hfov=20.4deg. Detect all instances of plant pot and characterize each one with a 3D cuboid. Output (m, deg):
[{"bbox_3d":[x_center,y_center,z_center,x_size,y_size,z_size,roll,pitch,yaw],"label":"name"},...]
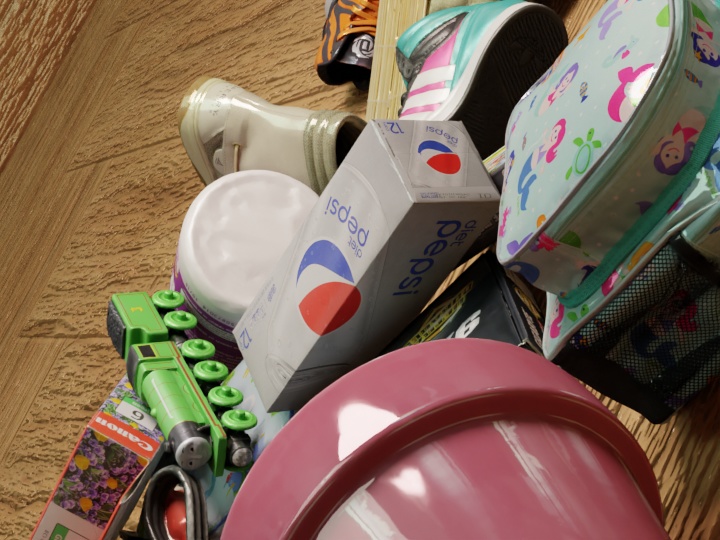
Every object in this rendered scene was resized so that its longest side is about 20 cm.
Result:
[{"bbox_3d":[0.061,0.154,0.811,0.201,0.199,0.179,-57,34,7],"label":"plant pot"}]

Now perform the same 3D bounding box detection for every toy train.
[{"bbox_3d":[-0.117,0.069,1.273,0.200,0.056,0.042,-127,40,-56],"label":"toy train"}]

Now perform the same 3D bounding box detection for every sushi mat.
[{"bbox_3d":[0.024,-0.128,1.472,0.096,0.012,0.202,-177,95,-67],"label":"sushi mat"}]

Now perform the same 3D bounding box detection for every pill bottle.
[{"bbox_3d":[-0.082,0.019,1.417,0.200,0.111,0.113,112,179,-64],"label":"pill bottle"}]

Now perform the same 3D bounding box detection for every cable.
[{"bbox_3d":[-0.090,0.188,1.175,0.200,0.050,0.098,40,110,50],"label":"cable"}]

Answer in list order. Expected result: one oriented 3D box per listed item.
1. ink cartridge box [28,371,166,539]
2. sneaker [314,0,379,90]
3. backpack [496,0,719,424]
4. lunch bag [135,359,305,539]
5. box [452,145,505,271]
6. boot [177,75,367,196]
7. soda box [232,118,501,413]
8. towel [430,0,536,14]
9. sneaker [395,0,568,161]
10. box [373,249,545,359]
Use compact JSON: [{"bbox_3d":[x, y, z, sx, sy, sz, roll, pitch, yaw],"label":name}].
[{"bbox_3d":[-0.168,0.141,1.276,0.110,0.050,0.200,-61,1,18],"label":"ink cartridge box"},{"bbox_3d":[0.024,-0.218,1.643,0.200,0.077,0.113,126,160,-50],"label":"sneaker"},{"bbox_3d":[0.161,-0.054,0.922,0.200,0.150,0.178,-40,24,33],"label":"backpack"},{"bbox_3d":[-0.071,0.143,1.303,0.200,0.082,0.161,-47,21,30],"label":"lunch bag"},{"bbox_3d":[0.101,-0.059,1.179,0.110,0.035,0.200,-43,4,-40],"label":"box"},{"bbox_3d":[-0.034,-0.051,1.450,0.154,0.201,0.072,14,57,35],"label":"boot"},{"bbox_3d":[0.000,0.000,1.173,0.200,0.068,0.064,-54,50,40],"label":"soda box"},{"bbox_3d":[0.081,-0.198,1.502,0.148,0.036,0.201,-47,22,34],"label":"towel"},{"bbox_3d":[0.049,-0.105,1.364,0.200,0.083,0.121,-51,24,0],"label":"sneaker"},{"bbox_3d":[0.025,0.092,1.114,0.200,0.046,0.159,-44,15,10],"label":"box"}]
